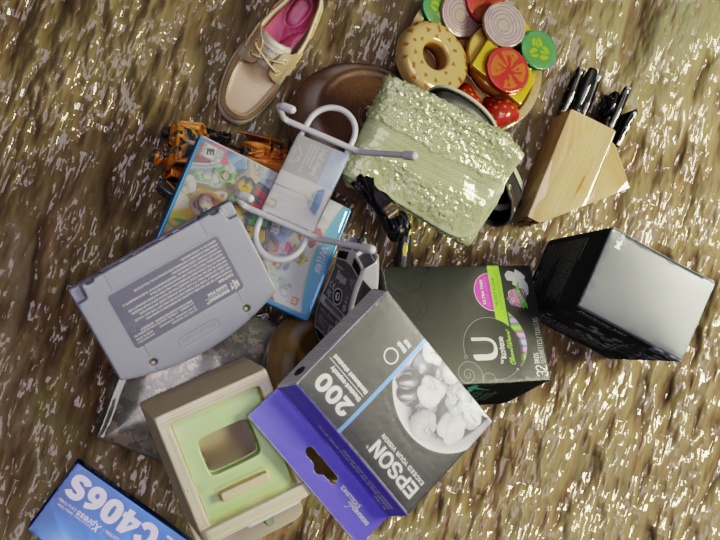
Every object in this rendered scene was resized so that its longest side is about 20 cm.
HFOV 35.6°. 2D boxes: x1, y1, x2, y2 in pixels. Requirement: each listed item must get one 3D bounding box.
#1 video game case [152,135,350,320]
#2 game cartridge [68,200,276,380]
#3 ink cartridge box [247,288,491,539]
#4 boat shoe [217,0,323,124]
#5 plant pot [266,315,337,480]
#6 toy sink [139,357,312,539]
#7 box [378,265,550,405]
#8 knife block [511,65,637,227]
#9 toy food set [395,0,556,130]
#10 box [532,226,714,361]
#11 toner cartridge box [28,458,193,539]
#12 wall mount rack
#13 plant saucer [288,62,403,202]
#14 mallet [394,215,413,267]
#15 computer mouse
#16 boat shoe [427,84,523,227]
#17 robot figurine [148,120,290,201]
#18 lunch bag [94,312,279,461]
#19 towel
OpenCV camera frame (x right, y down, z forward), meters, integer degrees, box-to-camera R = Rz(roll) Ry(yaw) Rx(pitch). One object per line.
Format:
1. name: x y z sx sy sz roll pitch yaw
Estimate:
1. video game case: -0.123 -0.047 1.281 0.199 0.018 0.144 26 78 -20
2. game cartridge: -0.199 0.028 1.225 0.199 0.041 0.134 -30 102 -13
3. ink cartridge box: 0.014 0.158 1.196 0.200 0.043 0.198 -44 106 -18
4. boat shoe: -0.110 -0.272 1.375 0.073 0.069 0.201 31 81 -9
5. plant pot: -0.036 0.144 1.318 0.027 0.200 0.201 -21 92 31
6. toy sink: -0.137 0.215 1.211 0.130 0.112 0.201 -22 101 -17
7. box: 0.103 0.082 1.343 0.199 0.124 0.149 0 70 -21
8. knife block: 0.269 -0.168 1.456 0.199 0.064 0.177 -21 91 -13
9. toy food set: 0.148 -0.275 1.430 0.200 0.049 0.199 36 70 -11
10. box: 0.310 0.033 1.383 0.148 0.200 0.108 27 81 -9
11. toner cartridge box: -0.279 0.318 1.315 0.200 0.043 0.095 37 81 -8
12. wall mount rack: -0.038 -0.096 1.244 0.173 0.075 0.201 23 78 8
13. plant saucer: 0.012 -0.179 1.377 0.199 0.037 0.202 9 63 -17
14. mallet: 0.049 -0.056 1.416 0.065 0.041 0.201 14 87 -13
15. computer mouse: 0.000 0.000 1.278 0.044 0.110 0.201 5 114 -36
16. boat shoe: 0.139 -0.141 1.386 0.202 0.073 0.063 54 40 -30
17. robot figurine: -0.151 -0.122 1.338 0.199 0.058 0.146 12 46 -19
18. lunch bag: -0.200 0.121 1.306 0.163 0.118 0.201 22 86 -13
19. towel: 0.085 -0.130 1.327 0.199 0.036 0.149 26 94 -18
